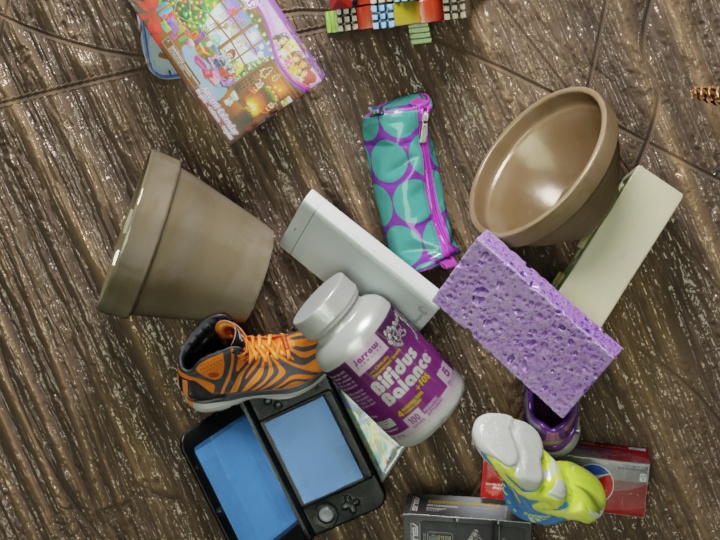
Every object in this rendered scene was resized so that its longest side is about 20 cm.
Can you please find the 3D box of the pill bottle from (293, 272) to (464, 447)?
[{"bbox_3d":[0.019,0.100,1.695,0.112,0.112,0.200,-43,102,14],"label":"pill bottle"}]

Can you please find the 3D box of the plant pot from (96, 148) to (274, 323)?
[{"bbox_3d":[-0.199,-0.022,1.722,0.172,0.200,0.202,18,103,-11],"label":"plant pot"}]

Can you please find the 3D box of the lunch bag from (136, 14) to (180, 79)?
[{"bbox_3d":[-0.195,-0.328,1.711,0.158,0.076,0.203,-5,100,13],"label":"lunch bag"}]

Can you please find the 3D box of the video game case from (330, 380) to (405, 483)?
[{"bbox_3d":[-0.017,0.165,1.797,0.181,0.022,0.201,33,104,2],"label":"video game case"}]

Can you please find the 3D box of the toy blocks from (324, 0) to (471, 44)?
[{"bbox_3d":[0.044,-0.303,1.642,0.197,0.137,0.101,-5,100,11],"label":"toy blocks"}]

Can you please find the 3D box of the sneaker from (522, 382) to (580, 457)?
[{"bbox_3d":[0.219,0.112,1.692,0.079,0.088,0.203,-5,77,9],"label":"sneaker"}]

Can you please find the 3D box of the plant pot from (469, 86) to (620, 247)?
[{"bbox_3d":[0.224,-0.098,1.640,0.092,0.201,0.201,37,106,-29],"label":"plant pot"}]

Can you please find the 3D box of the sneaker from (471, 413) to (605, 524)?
[{"bbox_3d":[0.181,0.239,1.661,0.199,0.076,0.105,37,137,-20],"label":"sneaker"}]

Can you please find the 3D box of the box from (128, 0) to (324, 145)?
[{"bbox_3d":[-0.151,-0.263,1.659,0.136,0.039,0.201,-33,101,13],"label":"box"}]

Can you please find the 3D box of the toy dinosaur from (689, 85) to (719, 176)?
[{"bbox_3d":[0.463,-0.150,1.636,0.198,0.102,0.137,23,80,19],"label":"toy dinosaur"}]

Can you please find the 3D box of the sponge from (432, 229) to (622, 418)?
[{"bbox_3d":[0.182,0.059,1.607,0.200,0.030,0.112,42,131,8],"label":"sponge"}]

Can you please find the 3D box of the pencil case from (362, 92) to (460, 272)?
[{"bbox_3d":[0.060,-0.100,1.701,0.092,0.085,0.203,-1,105,49],"label":"pencil case"}]

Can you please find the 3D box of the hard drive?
[{"bbox_3d":[0.000,0.000,1.718,0.199,0.132,0.027,38,62,1],"label":"hard drive"}]

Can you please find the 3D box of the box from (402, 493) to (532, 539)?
[{"bbox_3d":[0.131,0.374,1.777,0.156,0.048,0.203,1,113,9],"label":"box"}]

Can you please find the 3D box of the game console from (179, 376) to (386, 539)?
[{"bbox_3d":[-0.089,0.240,1.753,0.174,0.116,0.202,-25,96,13],"label":"game console"}]

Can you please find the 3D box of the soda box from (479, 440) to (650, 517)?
[{"bbox_3d":[0.245,0.243,1.746,0.197,0.063,0.071,6,102,9],"label":"soda box"}]

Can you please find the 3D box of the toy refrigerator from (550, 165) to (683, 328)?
[{"bbox_3d":[0.278,-0.016,1.653,0.070,0.076,0.201,33,84,1],"label":"toy refrigerator"}]

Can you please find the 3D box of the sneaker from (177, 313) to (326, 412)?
[{"bbox_3d":[-0.120,0.097,1.710,0.198,0.078,0.113,-19,141,-10],"label":"sneaker"}]
